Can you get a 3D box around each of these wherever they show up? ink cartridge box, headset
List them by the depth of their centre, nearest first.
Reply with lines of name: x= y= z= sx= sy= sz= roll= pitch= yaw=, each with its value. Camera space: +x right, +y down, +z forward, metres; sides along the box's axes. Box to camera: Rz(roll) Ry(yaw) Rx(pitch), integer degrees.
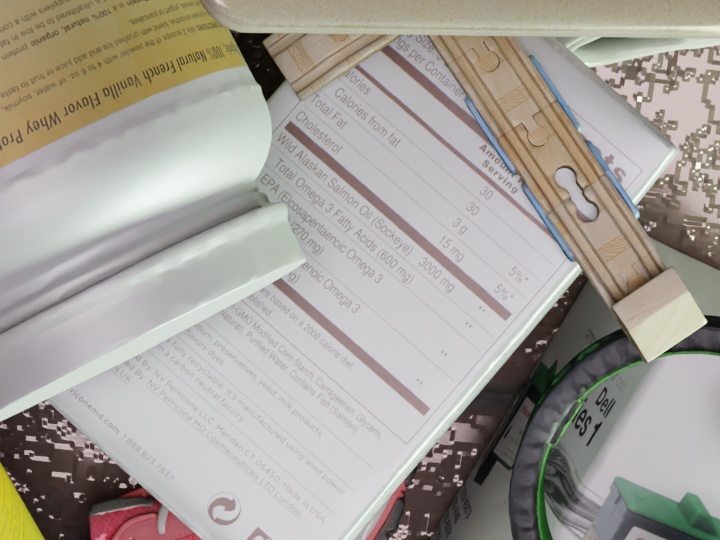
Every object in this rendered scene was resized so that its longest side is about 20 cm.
headset: x=0.147 y=0.096 z=0.947 sx=0.200 sy=0.094 sz=0.124 roll=33 pitch=103 yaw=3
ink cartridge box: x=0.093 y=0.096 z=1.041 sx=0.084 sy=0.146 sz=0.200 roll=28 pitch=99 yaw=-11

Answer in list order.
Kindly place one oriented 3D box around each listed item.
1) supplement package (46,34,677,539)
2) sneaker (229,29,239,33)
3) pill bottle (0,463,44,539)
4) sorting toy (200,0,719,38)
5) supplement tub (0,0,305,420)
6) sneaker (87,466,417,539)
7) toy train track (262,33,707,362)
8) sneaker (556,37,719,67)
supplement package: x=0.000 y=0.000 z=0.950 sx=0.117 sy=0.117 sz=0.200 roll=41 pitch=90 yaw=4
sneaker: x=-0.099 y=-0.123 z=1.004 sx=0.200 sy=0.082 sz=0.074 roll=8 pitch=104 yaw=-7
pill bottle: x=-0.167 y=0.108 z=0.966 sx=0.112 sy=0.112 sz=0.200 roll=-21 pitch=133 yaw=0
sorting toy: x=0.019 y=-0.151 z=0.867 sx=0.185 sy=0.200 sz=0.037 roll=-1 pitch=136 yaw=-19
supplement tub: x=-0.114 y=-0.064 z=0.831 sx=0.144 sy=0.144 sz=0.200 roll=-27 pitch=88 yaw=2
sneaker: x=-0.060 y=0.109 z=1.069 sx=0.087 sy=0.074 sz=0.200 roll=44 pitch=97 yaw=-12
toy train track: x=0.045 y=-0.061 z=0.875 sx=0.115 sy=0.033 sz=0.200 roll=-33 pitch=86 yaw=-2
sneaker: x=0.141 y=-0.142 z=1.000 sx=0.200 sy=0.074 sz=0.116 roll=-25 pitch=75 yaw=-1
